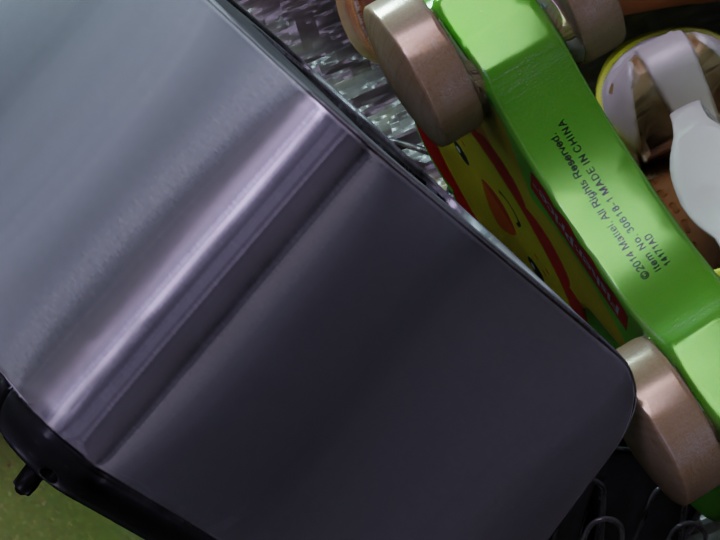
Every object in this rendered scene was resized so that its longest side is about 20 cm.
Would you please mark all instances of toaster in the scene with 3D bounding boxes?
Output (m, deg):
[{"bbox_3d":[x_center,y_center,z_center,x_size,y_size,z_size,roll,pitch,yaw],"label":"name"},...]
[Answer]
[{"bbox_3d":[-0.047,-0.004,0.719,0.119,0.200,0.181,-49,46,3],"label":"toaster"}]

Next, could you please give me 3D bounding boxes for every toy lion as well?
[{"bbox_3d":[0.068,-0.009,0.832,0.068,0.192,0.201,-31,72,-6],"label":"toy lion"}]

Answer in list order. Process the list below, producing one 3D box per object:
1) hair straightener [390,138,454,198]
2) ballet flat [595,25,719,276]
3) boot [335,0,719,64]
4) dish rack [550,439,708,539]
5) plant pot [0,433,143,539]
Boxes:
[{"bbox_3d":[-0.048,-0.008,0.998,0.199,0.041,0.077,-29,53,1],"label":"hair straightener"},{"bbox_3d":[0.116,-0.041,0.910,0.067,0.067,0.201,-24,38,10],"label":"ballet flat"},{"bbox_3d":[0.104,-0.116,0.922,0.199,0.074,0.154,-24,22,-34],"label":"boot"},{"bbox_3d":[0.052,0.108,0.804,0.152,0.055,0.200,4,26,-12],"label":"dish rack"},{"bbox_3d":[-0.098,0.139,0.845,0.200,0.201,0.184,-40,64,-7],"label":"plant pot"}]
